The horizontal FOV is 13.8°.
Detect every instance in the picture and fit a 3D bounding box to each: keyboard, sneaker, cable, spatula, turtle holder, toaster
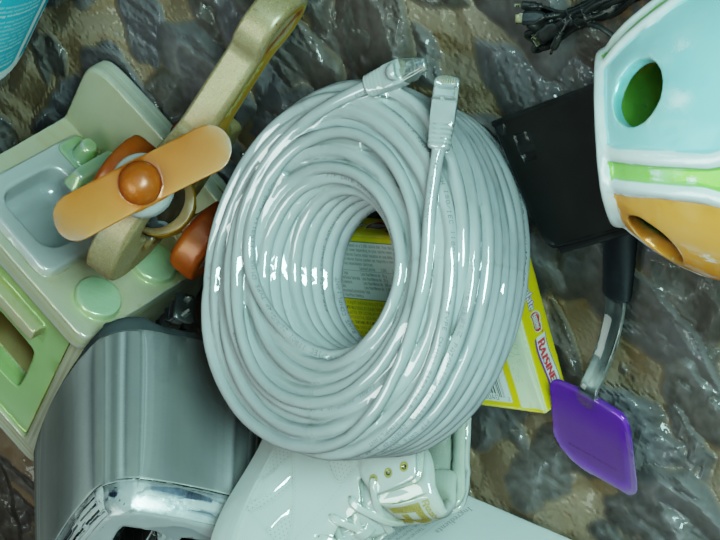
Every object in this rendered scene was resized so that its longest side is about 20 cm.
[{"bbox_3d":[0.140,-0.086,1.445,0.199,0.021,0.128,-17,98,46],"label":"keyboard"},{"bbox_3d":[-0.008,0.135,1.602,0.115,0.201,0.074,6,159,40],"label":"sneaker"},{"bbox_3d":[0.000,0.000,1.557,0.199,0.069,0.201,-11,77,44],"label":"cable"},{"bbox_3d":[0.127,0.029,1.540,0.056,0.021,0.201,27,128,33],"label":"spatula"},{"bbox_3d":[0.169,-0.083,1.301,0.131,0.141,0.187,-5,91,13],"label":"turtle holder"},{"bbox_3d":[-0.120,0.119,1.702,0.200,0.113,0.130,124,151,-48],"label":"toaster"}]

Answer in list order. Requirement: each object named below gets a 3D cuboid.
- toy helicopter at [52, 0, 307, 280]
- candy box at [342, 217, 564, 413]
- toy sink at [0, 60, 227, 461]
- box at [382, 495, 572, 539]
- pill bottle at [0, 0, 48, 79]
[{"bbox_3d":[-0.093,-0.075,1.623,0.079,0.132,0.200,39,115,9],"label":"toy helicopter"},{"bbox_3d":[0.022,0.021,1.646,0.199,0.026,0.103,6,119,45],"label":"candy box"},{"bbox_3d":[-0.178,-0.003,1.774,0.130,0.112,0.200,47,140,12],"label":"toy sink"},{"bbox_3d":[0.046,0.218,1.692,0.199,0.106,0.153,20,129,38],"label":"box"},{"bbox_3d":[-0.231,-0.176,1.714,0.111,0.111,0.200,48,140,11],"label":"pill bottle"}]
